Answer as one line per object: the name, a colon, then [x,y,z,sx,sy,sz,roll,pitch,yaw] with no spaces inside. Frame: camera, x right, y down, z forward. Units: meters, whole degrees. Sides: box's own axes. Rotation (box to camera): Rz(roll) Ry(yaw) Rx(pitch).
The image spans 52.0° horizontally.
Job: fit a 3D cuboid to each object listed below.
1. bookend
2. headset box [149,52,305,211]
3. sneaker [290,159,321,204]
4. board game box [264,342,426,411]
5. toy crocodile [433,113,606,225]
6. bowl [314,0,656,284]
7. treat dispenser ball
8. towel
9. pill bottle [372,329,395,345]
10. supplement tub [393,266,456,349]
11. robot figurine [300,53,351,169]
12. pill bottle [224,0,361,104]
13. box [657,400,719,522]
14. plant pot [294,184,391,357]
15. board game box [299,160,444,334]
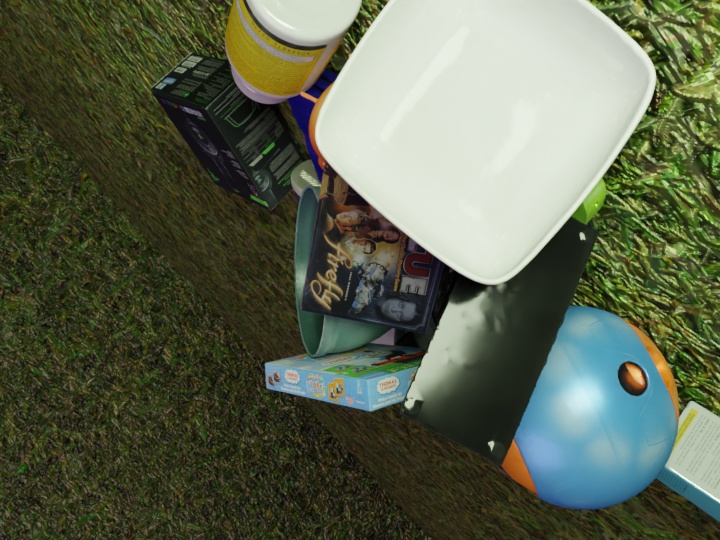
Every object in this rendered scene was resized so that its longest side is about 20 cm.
bookend: [0.106,0.052,0.669,0.091,0.202,0.200,25,172,1]
headset box: [-0.186,-0.200,1.082,0.173,0.093,0.201,27,156,44]
sneaker: [-0.020,-0.070,1.046,0.200,0.074,0.085,48,164,23]
board game box: [0.003,0.118,0.861,0.198,0.149,0.038,-2,95,51]
toy crocodile: [0.117,-0.104,0.626,0.197,0.068,0.062,28,145,10]
bowl: [0.088,-0.114,0.548,0.199,0.201,0.075,39,-172,13]
treat dispenser ball: [0.223,0.140,0.763,0.200,0.201,0.202,38,161,15]
towel: [-0.030,-0.157,0.907,0.146,0.050,0.201,32,158,32]
pill bottle: [0.098,0.141,1.078,0.198,0.111,0.108,24,177,-39]
supplement tub: [0.125,0.065,0.914,0.122,0.123,0.200,42,152,2]
robot figurine: [0.026,-0.122,0.758,0.201,0.116,0.144,49,178,-18]
pill bottle: [-0.075,-0.238,0.727,0.111,0.111,0.200,45,161,-6]
box: [0.406,0.228,0.754,0.199,0.082,0.049,34,162,29]
plant pot: [0.000,0.000,0.899,0.200,0.131,0.205,179,90,-76]
board game box: [0.022,-0.044,0.713,0.132,0.035,0.204,10,116,-3]
